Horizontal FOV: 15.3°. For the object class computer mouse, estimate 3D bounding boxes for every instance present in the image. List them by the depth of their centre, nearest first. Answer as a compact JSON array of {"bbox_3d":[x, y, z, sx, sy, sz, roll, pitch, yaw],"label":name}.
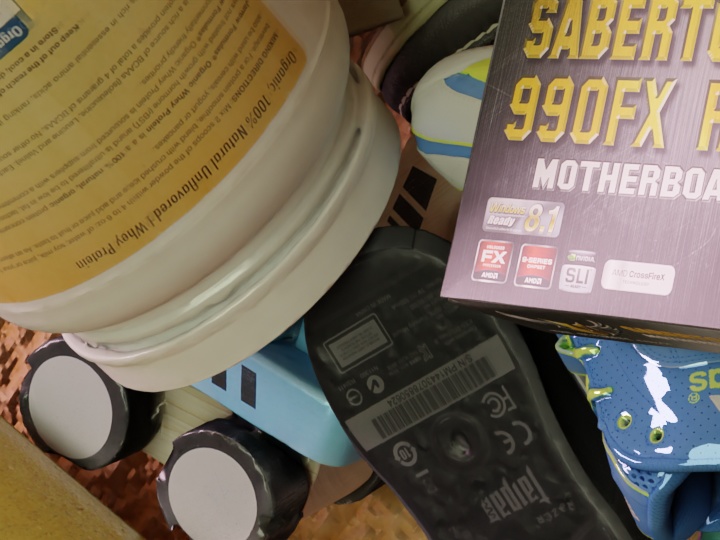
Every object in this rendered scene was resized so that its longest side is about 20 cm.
[{"bbox_3d":[0.038,0.085,0.837,0.140,0.046,0.200,-38,89,34],"label":"computer mouse"}]

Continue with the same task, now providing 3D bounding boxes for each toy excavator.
[{"bbox_3d":[0.000,0.000,0.893,0.194,0.100,0.201,29,115,23],"label":"toy excavator"}]

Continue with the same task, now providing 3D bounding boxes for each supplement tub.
[{"bbox_3d":[-0.094,-0.073,0.790,0.144,0.145,0.200,-24,124,30],"label":"supplement tub"}]

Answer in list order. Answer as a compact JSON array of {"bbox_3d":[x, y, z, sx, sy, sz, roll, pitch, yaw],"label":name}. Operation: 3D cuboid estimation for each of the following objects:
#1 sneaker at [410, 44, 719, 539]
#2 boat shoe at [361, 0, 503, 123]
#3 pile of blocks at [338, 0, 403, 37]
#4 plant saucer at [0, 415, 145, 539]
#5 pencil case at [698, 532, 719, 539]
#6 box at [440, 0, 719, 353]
[{"bbox_3d":[0.079,0.011,0.755,0.200,0.076,0.105,26,68,28],"label":"sneaker"},{"bbox_3d":[0.088,-0.094,0.855,0.200,0.073,0.065,-32,76,29],"label":"boat shoe"},{"bbox_3d":[-0.036,-0.139,0.916,0.200,0.062,0.082,50,146,33],"label":"pile of blocks"},{"bbox_3d":[-0.129,0.093,0.964,0.200,0.200,0.048,38,77,19],"label":"plant saucer"},{"bbox_3d":[0.137,0.088,0.846,0.092,0.085,0.201,12,103,7],"label":"pencil case"},{"bbox_3d":[0.119,-0.056,0.660,0.200,0.048,0.159,8,83,47],"label":"box"}]
